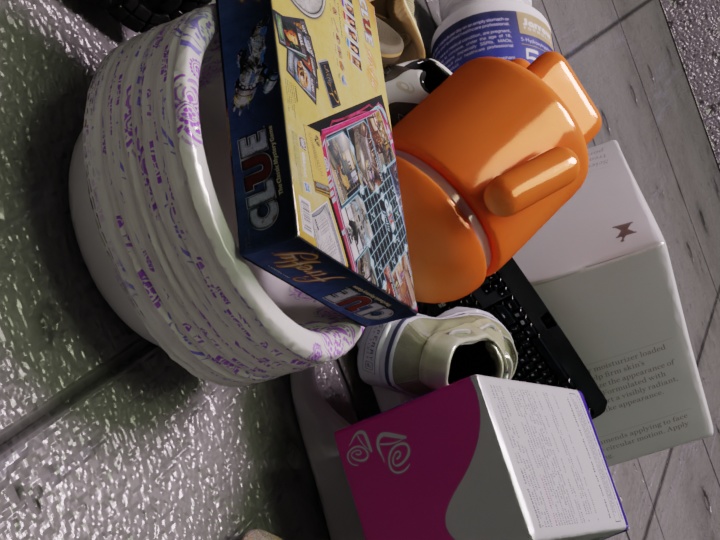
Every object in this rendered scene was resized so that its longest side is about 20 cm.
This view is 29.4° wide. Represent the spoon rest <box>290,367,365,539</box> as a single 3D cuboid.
[{"bbox_3d":[-0.005,0.115,0.890,0.099,0.060,0.201,-34,118,-65],"label":"spoon rest"}]

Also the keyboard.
[{"bbox_3d":[0.095,0.062,1.002,0.200,0.104,0.040,53,25,-27],"label":"keyboard"}]

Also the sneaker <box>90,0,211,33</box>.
[{"bbox_3d":[-0.164,-0.211,0.763,0.200,0.076,0.088,38,25,-58],"label":"sneaker"}]

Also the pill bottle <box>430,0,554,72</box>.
[{"bbox_3d":[0.129,-0.188,1.309,0.120,0.119,0.201,37,41,-53],"label":"pill bottle"}]

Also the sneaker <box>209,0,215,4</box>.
[{"bbox_3d":[-0.056,-0.128,0.879,0.078,0.099,0.201,-15,87,-67],"label":"sneaker"}]

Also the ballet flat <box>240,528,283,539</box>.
[{"bbox_3d":[-0.001,0.221,0.788,0.201,0.067,0.068,60,28,-25],"label":"ballet flat"}]

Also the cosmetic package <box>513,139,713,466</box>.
[{"bbox_3d":[0.169,0.036,1.112,0.165,0.164,0.201,-96,167,-57],"label":"cosmetic package"}]

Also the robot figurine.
[{"bbox_3d":[0.068,-0.059,0.890,0.200,0.144,0.117,-43,148,-20],"label":"robot figurine"}]

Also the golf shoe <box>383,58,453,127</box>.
[{"bbox_3d":[0.039,-0.110,1.010,0.078,0.094,0.200,70,18,2],"label":"golf shoe"}]

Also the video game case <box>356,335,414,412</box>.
[{"bbox_3d":[0.069,0.133,1.019,0.182,0.023,0.201,28,37,-58],"label":"video game case"}]

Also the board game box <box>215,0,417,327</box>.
[{"bbox_3d":[-0.025,-0.082,0.738,0.135,0.034,0.201,33,45,-56],"label":"board game box"}]

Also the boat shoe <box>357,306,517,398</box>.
[{"bbox_3d":[0.065,0.063,0.891,0.200,0.062,0.072,7,100,-63],"label":"boat shoe"}]

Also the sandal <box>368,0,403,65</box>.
[{"bbox_3d":[-0.025,-0.195,0.898,0.200,0.054,0.080,32,17,-49],"label":"sandal"}]

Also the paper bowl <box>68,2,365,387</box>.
[{"bbox_3d":[-0.081,-0.035,0.752,0.201,0.104,0.202,47,33,-44],"label":"paper bowl"}]

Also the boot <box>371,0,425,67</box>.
[{"bbox_3d":[-0.004,-0.256,1.022,0.200,0.072,0.156,62,14,-59],"label":"boot"}]

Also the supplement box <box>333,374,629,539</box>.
[{"bbox_3d":[0.081,0.133,0.852,0.200,0.101,0.104,15,54,-64],"label":"supplement box"}]
